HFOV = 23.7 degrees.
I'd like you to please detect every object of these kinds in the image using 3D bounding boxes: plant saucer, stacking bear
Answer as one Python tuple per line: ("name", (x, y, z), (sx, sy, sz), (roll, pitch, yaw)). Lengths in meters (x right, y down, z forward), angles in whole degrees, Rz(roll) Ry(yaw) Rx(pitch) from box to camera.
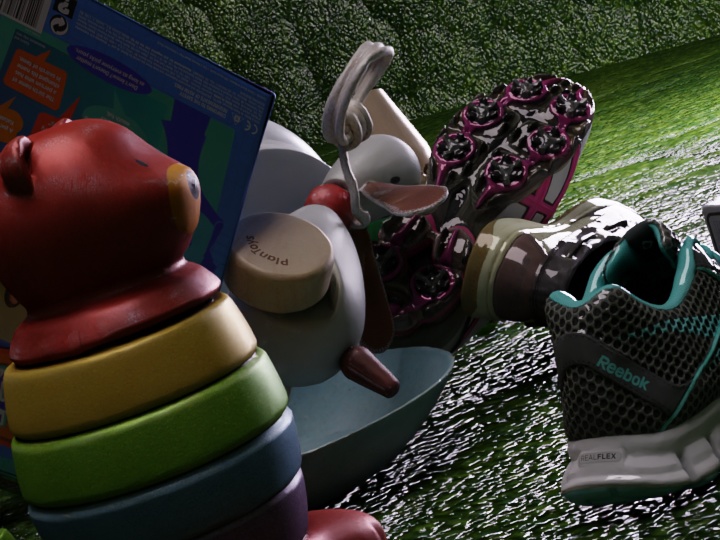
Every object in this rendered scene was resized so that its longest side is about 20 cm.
("plant saucer", (-0.045, 0.089, 0.823), (0.200, 0.039, 0.201), (-18, 8, 3))
("stacking bear", (-0.081, 0.040, 0.639), (0.113, 0.201, 0.121), (-16, 8, 17))

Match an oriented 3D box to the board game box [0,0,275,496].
("board game box", (-0.129, -0.011, 0.707), (0.152, 0.201, 0.045), (26, -20, -33))

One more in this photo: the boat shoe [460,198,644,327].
("boat shoe", (0.125, 0.004, 0.938), (0.066, 0.072, 0.201), (24, 15, 29))

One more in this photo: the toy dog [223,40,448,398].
("toy dog", (0.000, 0.000, 0.819), (0.200, 0.096, 0.132), (-57, -12, -31))

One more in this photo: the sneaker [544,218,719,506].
("sneaker", (0.136, 0.019, 0.691), (0.077, 0.092, 0.200), (-12, 10, 35))

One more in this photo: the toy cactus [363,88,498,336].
("toy cactus", (0.037, -0.030, 1.057), (0.200, 0.165, 0.102), (-19, -14, -42))

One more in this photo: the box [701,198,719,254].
("box", (0.270, -0.026, 0.802), (0.116, 0.060, 0.200), (-22, 8, -27))

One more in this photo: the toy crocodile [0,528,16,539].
("toy crocodile", (-0.177, 0.132, 0.729), (0.062, 0.068, 0.200), (-46, 18, -25))

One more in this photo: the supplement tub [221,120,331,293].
("supplement tub", (-0.097, -0.023, 0.979), (0.144, 0.145, 0.200), (-22, 21, -25))

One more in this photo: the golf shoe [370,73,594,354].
("golf shoe", (0.065, -0.026, 0.961), (0.072, 0.092, 0.200), (27, 64, 27))
